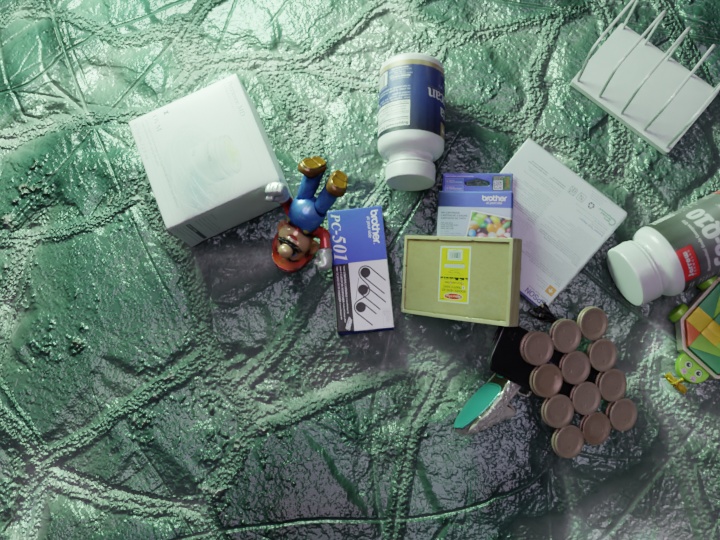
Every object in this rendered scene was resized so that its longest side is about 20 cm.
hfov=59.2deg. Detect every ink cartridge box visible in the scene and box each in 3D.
[{"bbox_3d":[0.000,0.000,1.038,0.093,0.044,0.203,-6,78,2],"label":"ink cartridge box"},{"bbox_3d":[0.181,-0.057,1.008,0.118,0.042,0.203,3,89,16],"label":"ink cartridge box"},{"bbox_3d":[0.283,-0.073,1.020,0.196,0.043,0.201,41,101,11],"label":"ink cartridge box"}]

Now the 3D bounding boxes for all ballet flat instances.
[{"bbox_3d":[0.228,0.184,0.971,0.072,0.072,0.201,38,83,11],"label":"ballet flat"}]

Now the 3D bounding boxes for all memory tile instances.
[{"bbox_3d":[0.326,0.167,0.946,0.152,0.017,0.202,-22,97,-14],"label":"memory tile"}]

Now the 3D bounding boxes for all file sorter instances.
[{"bbox_3d":[0.471,-0.317,1.014,0.200,0.125,0.139,41,86,11],"label":"file sorter"}]

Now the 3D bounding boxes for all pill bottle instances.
[{"bbox_3d":[0.490,-0.032,0.962,0.198,0.114,0.115,-26,78,0],"label":"pill bottle"},{"bbox_3d":[0.084,-0.240,1.043,0.110,0.111,0.203,1,80,6],"label":"pill bottle"}]

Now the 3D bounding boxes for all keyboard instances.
[{"bbox_3d":[0.289,0.127,0.954,0.198,0.021,0.128,28,83,-15],"label":"keyboard"}]

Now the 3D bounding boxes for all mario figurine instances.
[{"bbox_3d":[-0.093,-0.070,0.994,0.105,0.201,0.124,-5,47,-36],"label":"mario figurine"}]

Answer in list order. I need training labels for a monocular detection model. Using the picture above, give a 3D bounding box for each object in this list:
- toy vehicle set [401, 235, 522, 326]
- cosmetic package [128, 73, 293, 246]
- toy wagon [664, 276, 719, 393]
[{"bbox_3d":[0.148,0.011,0.963,0.198,0.026,0.126,5,92,43],"label":"toy vehicle set"},{"bbox_3d":[-0.245,-0.180,1.058,0.198,0.123,0.201,-24,78,-1],"label":"cosmetic package"},{"bbox_3d":[0.550,0.106,0.968,0.155,0.040,0.200,44,86,12],"label":"toy wagon"}]
